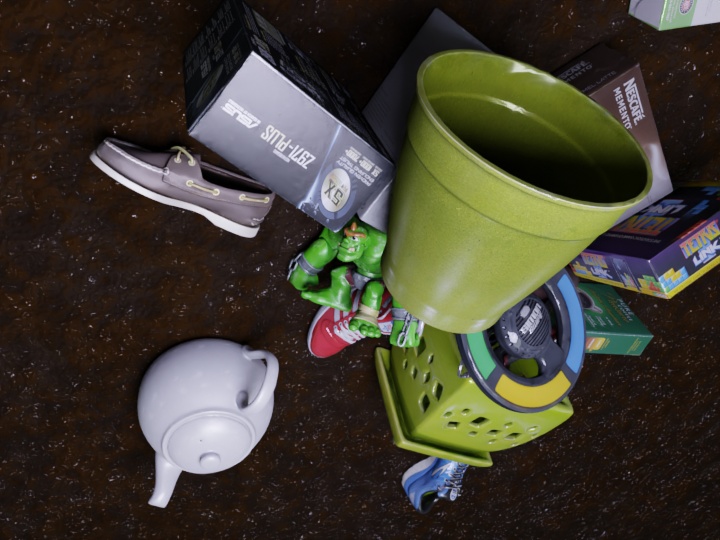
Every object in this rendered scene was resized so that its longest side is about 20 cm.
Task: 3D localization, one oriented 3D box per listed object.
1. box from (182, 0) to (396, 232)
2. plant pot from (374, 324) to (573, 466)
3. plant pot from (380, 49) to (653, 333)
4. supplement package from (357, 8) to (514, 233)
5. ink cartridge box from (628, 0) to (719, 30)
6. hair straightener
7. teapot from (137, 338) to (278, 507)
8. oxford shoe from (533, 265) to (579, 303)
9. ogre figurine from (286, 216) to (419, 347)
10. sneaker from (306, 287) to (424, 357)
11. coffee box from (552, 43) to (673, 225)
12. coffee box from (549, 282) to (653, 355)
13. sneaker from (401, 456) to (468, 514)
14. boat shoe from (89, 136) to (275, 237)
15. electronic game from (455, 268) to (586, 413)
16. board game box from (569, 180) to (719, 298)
[{"bbox_3d":[-0.074,-0.153,0.606,0.164,0.200,0.086,33,110,-34],"label":"box"},{"bbox_3d":[0.138,0.155,0.906,0.199,0.199,0.182,22,123,-30],"label":"plant pot"},{"bbox_3d":[0.106,-0.052,0.563,0.199,0.201,0.193,6,135,-20],"label":"plant pot"},{"bbox_3d":[0.096,-0.138,0.700,0.150,0.152,0.200,26,115,-31],"label":"supplement package"},{"bbox_3d":[0.407,-0.340,0.699,0.199,0.067,0.118,-10,127,-8],"label":"ink cartridge box"},{"bbox_3d":[0.183,0.078,0.800,0.199,0.077,0.041,-24,151,-33],"label":"hair straightener"},{"bbox_3d":[-0.201,0.197,0.862,0.196,0.146,0.201,-9,127,-10],"label":"teapot"},{"bbox_3d":[0.244,0.006,0.860,0.199,0.071,0.073,-2,145,-42],"label":"oxford shoe"},{"bbox_3d":[0.000,0.000,0.773,0.098,0.200,0.120,13,101,-34],"label":"ogre figurine"},{"bbox_3d":[0.009,0.070,0.852,0.071,0.113,0.200,34,110,-33],"label":"sneaker"},{"bbox_3d":[0.293,-0.156,0.792,0.114,0.080,0.200,-31,128,7],"label":"coffee box"},{"bbox_3d":[0.306,0.066,0.933,0.199,0.123,0.044,4,125,-21],"label":"coffee box"},{"bbox_3d":[0.160,0.351,1.119,0.078,0.089,0.200,27,114,-32],"label":"sneaker"},{"bbox_3d":[-0.185,-0.100,0.697,0.199,0.072,0.060,24,110,-34],"label":"boat shoe"},{"bbox_3d":[0.188,0.062,0.741,0.199,0.201,0.042,17,162,-27],"label":"electronic game"},{"bbox_3d":[0.371,-0.047,0.803,0.165,0.200,0.057,-33,102,-6],"label":"board game box"}]
